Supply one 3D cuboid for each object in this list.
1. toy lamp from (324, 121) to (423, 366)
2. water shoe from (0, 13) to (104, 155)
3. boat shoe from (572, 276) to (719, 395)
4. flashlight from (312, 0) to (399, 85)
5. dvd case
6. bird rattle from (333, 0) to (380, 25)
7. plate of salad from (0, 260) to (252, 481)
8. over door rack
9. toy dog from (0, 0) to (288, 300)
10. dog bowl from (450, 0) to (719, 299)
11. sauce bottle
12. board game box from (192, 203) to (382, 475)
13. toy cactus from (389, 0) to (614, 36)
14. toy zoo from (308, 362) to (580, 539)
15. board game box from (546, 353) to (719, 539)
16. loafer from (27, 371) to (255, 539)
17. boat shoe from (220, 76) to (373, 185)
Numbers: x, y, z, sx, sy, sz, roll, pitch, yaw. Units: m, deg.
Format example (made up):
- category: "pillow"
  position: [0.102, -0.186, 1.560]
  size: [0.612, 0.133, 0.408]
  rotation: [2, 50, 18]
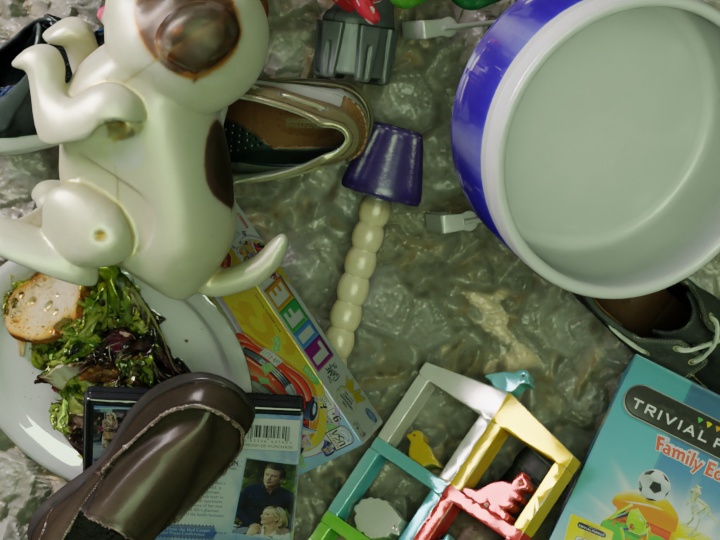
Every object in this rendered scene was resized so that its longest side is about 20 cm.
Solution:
- category: "toy lamp"
  position: [0.000, 0.000, 1.692]
  size: [0.058, 0.058, 0.201]
  rotation: [13, 95, -7]
- category: "water shoe"
  position: [-0.180, -0.127, 1.619]
  size: [0.199, 0.072, 0.079]
  rotation: [-16, 141, 14]
- category: "boat shoe"
  position: [0.221, 0.044, 1.715]
  size: [0.200, 0.068, 0.072]
  rotation: [38, 91, -10]
- category: "flashlight"
  position: [0.003, -0.226, 1.664]
  size: [0.067, 0.068, 0.201]
  rotation: [8, 94, -7]
- category: "dvd case"
  position: [-0.114, 0.161, 1.663]
  size: [0.142, 0.018, 0.201]
  rotation: [3, 126, -4]
- category: "bird rattle"
  position: [-0.091, -0.195, 1.596]
  size: [0.163, 0.200, 0.113]
  rotation: [-1, 103, -46]
- category: "plate of salad"
  position: [-0.169, 0.072, 1.645]
  size: [0.199, 0.048, 0.201]
  rotation: [7, 122, 12]
- category: "over door rack"
  position: [0.136, -0.105, 1.691]
  size: [0.199, 0.067, 0.149]
  rotation: [-7, 95, -6]
- category: "toy dog"
  position: [-0.125, -0.091, 1.522]
  size: [0.193, 0.139, 0.201]
  rotation: [25, 111, 16]
- category: "dog bowl"
  position: [0.161, -0.088, 1.597]
  size: [0.199, 0.079, 0.201]
  rotation: [-8, 114, -19]
- category: "sauce bottle"
  position: [0.063, 0.207, 1.714]
  size: [0.065, 0.065, 0.200]
  rotation: [44, 89, -8]
- category: "board game box"
  position: [-0.093, 0.050, 1.661]
  size: [0.134, 0.034, 0.200]
  rotation: [-29, 100, 35]
- category: "toy cactus"
  position: [0.104, -0.218, 1.629]
  size: [0.165, 0.102, 0.200]
  rotation: [41, 47, 2]
- category: "toy zoo"
  position: [0.058, 0.152, 1.688]
  size: [0.131, 0.020, 0.200]
  rotation: [32, 85, 28]
- category: "board game box"
  position: [0.209, 0.179, 1.684]
  size: [0.150, 0.047, 0.201]
  rotation: [26, 69, 3]
- category: "loafer"
  position: [-0.138, 0.145, 1.595]
  size: [0.073, 0.071, 0.200]
  rotation: [33, 119, -23]
- category: "boat shoe"
  position: [-0.094, -0.094, 1.650]
  size: [0.199, 0.068, 0.075]
  rotation: [-5, 104, 9]
